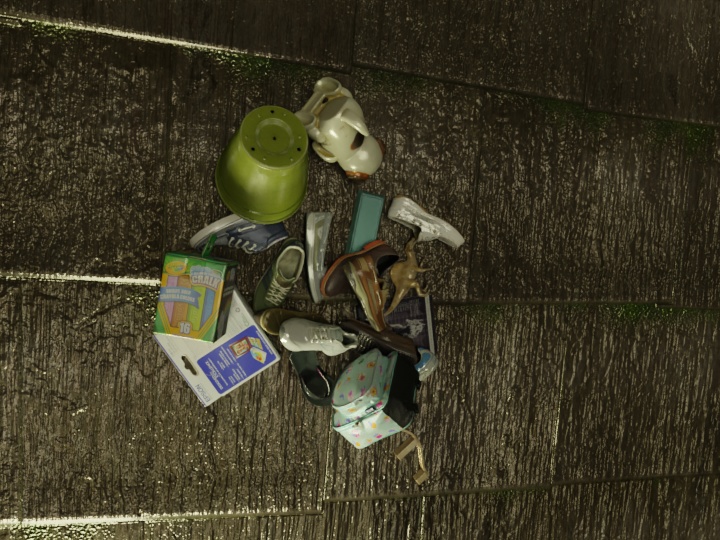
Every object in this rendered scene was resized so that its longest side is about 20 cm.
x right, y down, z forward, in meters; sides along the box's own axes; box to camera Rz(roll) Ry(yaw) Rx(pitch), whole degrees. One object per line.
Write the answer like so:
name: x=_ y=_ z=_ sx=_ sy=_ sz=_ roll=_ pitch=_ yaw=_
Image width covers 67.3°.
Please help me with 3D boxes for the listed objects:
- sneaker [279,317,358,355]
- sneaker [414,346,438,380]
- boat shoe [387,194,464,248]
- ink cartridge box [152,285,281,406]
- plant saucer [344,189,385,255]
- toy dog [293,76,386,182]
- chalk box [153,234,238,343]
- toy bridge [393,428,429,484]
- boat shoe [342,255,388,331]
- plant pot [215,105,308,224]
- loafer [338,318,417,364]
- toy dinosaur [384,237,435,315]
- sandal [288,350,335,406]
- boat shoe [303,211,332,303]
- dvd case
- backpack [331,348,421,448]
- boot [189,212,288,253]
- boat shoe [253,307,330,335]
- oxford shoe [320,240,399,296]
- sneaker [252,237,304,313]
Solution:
sneaker: x=-0.085 y=0.136 z=1.149 sx=0.199 sy=0.080 sz=0.072 roll=16 pitch=65 yaw=-47
sneaker: x=0.103 y=0.269 z=1.296 sx=0.072 sy=0.072 sz=0.201 roll=40 pitch=91 yaw=5
boat shoe: x=0.150 y=-0.098 z=1.272 sx=0.198 sy=0.071 sz=0.070 roll=30 pitch=78 yaw=-7
ink cartridge box: x=-0.307 y=0.159 z=1.174 sx=0.198 sy=0.047 sz=0.199 roll=-31 pitch=103 yaw=2
plant saucer: x=0.008 y=-0.082 z=1.261 sx=0.069 sy=0.019 sz=0.203 roll=11 pitch=91 yaw=-17
toy dog: x=-0.023 y=-0.288 z=1.155 sx=0.141 sy=0.192 sz=0.200 roll=-62 pitch=140 yaw=-17
chalk box: x=-0.320 y=0.026 z=1.072 sx=0.122 sy=0.124 sz=0.203 roll=10 pitch=92 yaw=-3
toy bridge: x=0.114 y=0.437 z=1.335 sx=0.067 sy=0.027 sz=0.201 roll=-39 pitch=104 yaw=-11
boat shoe: x=0.027 y=0.050 z=1.161 sx=0.073 sy=0.076 sz=0.201 roll=-29 pitch=132 yaw=-5
plant pot: x=-0.184 y=-0.221 z=1.072 sx=0.197 sy=0.193 sz=0.204 roll=4 pitch=74 yaw=-16
loafer: x=0.041 y=0.161 z=1.260 sx=0.198 sy=0.071 sz=0.073 roll=26 pitch=132 yaw=-9
toy dinosaur: x=0.116 y=0.028 z=1.293 sx=0.100 sy=0.058 sz=0.203 roll=19 pitch=82 yaw=-2
sandal: x=-0.105 y=0.247 z=1.214 sx=0.075 sy=0.048 sz=0.202 roll=-29 pitch=124 yaw=-6
boat shoe: x=-0.092 y=-0.030 z=1.209 sx=0.064 sy=0.074 sz=0.206 roll=-2 pitch=89 yaw=-11
dvd case: x=0.088 y=0.145 z=1.306 sx=0.197 sy=0.016 sz=0.151 roll=-9 pitch=97 yaw=-14
backpack: x=0.020 y=0.288 z=1.205 sx=0.152 sy=0.177 sz=0.200 roll=35 pitch=125 yaw=-15
boot: x=-0.255 y=-0.071 z=1.150 sx=0.198 sy=0.073 sz=0.091 roll=-28 pitch=87 yaw=-13
boat shoe: x=-0.147 y=0.117 z=1.198 sx=0.199 sy=0.066 sz=0.073 roll=20 pitch=89 yaw=-45
oxford shoe: x=0.000 y=0.000 z=1.200 sx=0.199 sy=0.072 sz=0.072 roll=-36 pitch=131 yaw=-22
sneaker: x=-0.178 y=0.022 z=1.178 sx=0.066 sy=0.090 sz=0.202 roll=26 pitch=88 yaw=-17
